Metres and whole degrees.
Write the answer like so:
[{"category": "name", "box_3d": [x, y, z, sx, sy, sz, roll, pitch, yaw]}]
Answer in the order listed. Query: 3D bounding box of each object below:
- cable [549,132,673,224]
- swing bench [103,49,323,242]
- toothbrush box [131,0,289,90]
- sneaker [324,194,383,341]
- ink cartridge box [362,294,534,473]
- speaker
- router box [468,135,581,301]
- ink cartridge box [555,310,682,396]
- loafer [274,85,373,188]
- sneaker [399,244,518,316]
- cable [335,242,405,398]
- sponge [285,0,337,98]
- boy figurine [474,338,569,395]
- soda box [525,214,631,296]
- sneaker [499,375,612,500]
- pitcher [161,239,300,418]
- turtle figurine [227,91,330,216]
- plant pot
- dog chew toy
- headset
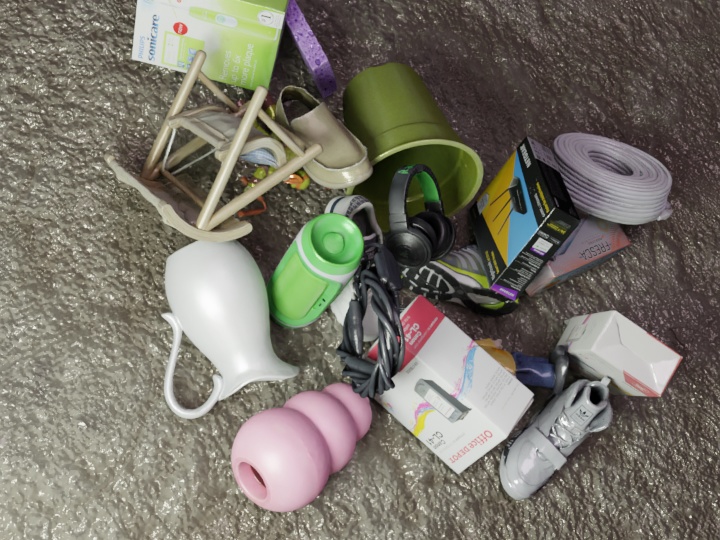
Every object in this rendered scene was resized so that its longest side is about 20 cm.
[{"category": "cable", "box_3d": [0.375, -0.141, 1.659, 0.199, 0.070, 0.199, 35, 33, 27]}, {"category": "swing bench", "box_3d": [-0.191, -0.146, 1.379, 0.200, 0.199, 0.130, -50, 131, -2]}, {"category": "toothbrush box", "box_3d": [-0.205, -0.348, 1.503, 0.198, 0.146, 0.087, 15, 48, -6]}, {"category": "sneaker", "box_3d": [0.000, 0.000, 1.447, 0.076, 0.080, 0.202, -17, 103, -28]}, {"category": "ink cartridge box", "box_3d": [0.102, 0.149, 1.410, 0.200, 0.148, 0.086, 42, 53, 3]}, {"category": "speaker", "box_3d": [-0.061, 0.004, 1.383, 0.088, 0.200, 0.089, 9, 63, -18]}, {"category": "router box", "box_3d": [0.225, -0.075, 1.521, 0.051, 0.150, 0.201, 25, 29, -20]}, {"category": "ink cartridge box", "box_3d": [0.346, 0.118, 1.515, 0.116, 0.200, 0.068, 33, 81, -4]}, {"category": "loafer", "box_3d": [-0.058, -0.178, 1.432, 0.075, 0.069, 0.200, -34, 50, -18]}, {"category": "sneaker", "box_3d": [0.134, -0.001, 1.551, 0.198, 0.074, 0.082, 22, 48, -17]}, {"category": "cable", "box_3d": [0.008, 0.074, 1.334, 0.050, 0.164, 0.201, 10, 37, -20]}, {"category": "sponge", "box_3d": [-0.095, -0.361, 1.597, 0.030, 0.112, 0.201, -28, 77, 0]}, {"category": "boy figurine", "box_3d": [0.179, 0.120, 1.489, 0.198, 0.065, 0.124, 12, 19, 0]}, {"category": "soda box", "box_3d": [0.311, -0.029, 1.609, 0.199, 0.064, 0.069, -20, 75, -41]}, {"category": "sneaker", "box_3d": [0.267, 0.218, 1.465, 0.075, 0.115, 0.200, 43, 58, 2]}, {"category": "pitcher", "box_3d": [-0.188, 0.069, 1.359, 0.170, 0.121, 0.202, -23, 88, -21]}, {"category": "turtle figurine", "box_3d": [-0.121, -0.168, 1.520, 0.199, 0.064, 0.162, -32, 81, -31]}, {"category": "plant pot", "box_3d": [0.052, -0.186, 1.546, 0.198, 0.201, 0.191, -2, 54, -23]}, {"category": "dog chew toy", "box_3d": [-0.063, 0.206, 1.340, 0.199, 0.125, 0.125, -33, 81, -39]}, {"category": "headset", "box_3d": [0.067, -0.038, 1.444, 0.123, 0.093, 0.202, -22, 106, -60]}]
